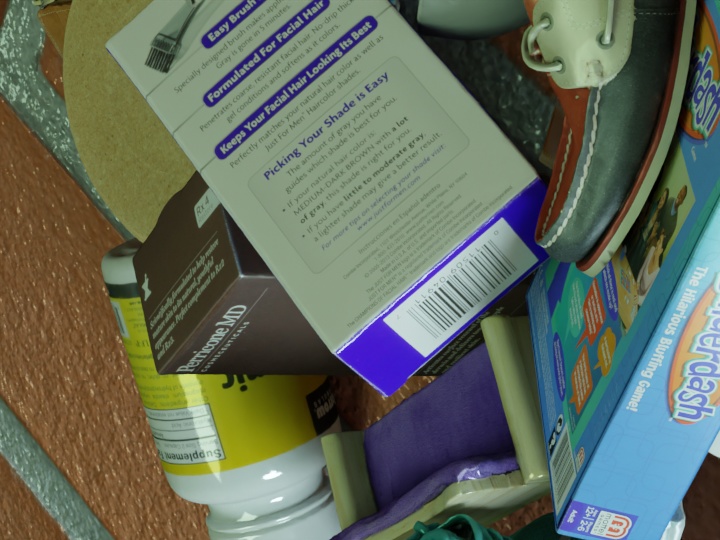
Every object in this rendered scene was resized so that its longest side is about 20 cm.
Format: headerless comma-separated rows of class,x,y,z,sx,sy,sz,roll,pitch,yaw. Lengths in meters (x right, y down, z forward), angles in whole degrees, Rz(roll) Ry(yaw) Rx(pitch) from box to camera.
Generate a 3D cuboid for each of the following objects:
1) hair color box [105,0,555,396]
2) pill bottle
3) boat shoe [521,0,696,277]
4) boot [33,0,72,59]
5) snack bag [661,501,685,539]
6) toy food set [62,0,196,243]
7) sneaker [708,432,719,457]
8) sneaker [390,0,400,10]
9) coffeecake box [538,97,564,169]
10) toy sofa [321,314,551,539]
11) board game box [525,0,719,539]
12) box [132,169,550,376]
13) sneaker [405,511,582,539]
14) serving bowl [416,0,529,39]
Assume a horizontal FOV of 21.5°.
hair color box,-0.011,-0.058,0.807,0.109,0.065,0.200,-40,60,4
pill bottle,-0.074,0.070,1.128,0.111,0.111,0.201,-4,106,48
boat shoe,0.092,-0.100,0.703,0.071,0.062,0.201,-137,60,-77
boot,-0.128,-0.130,1.121,0.154,0.073,0.201,-10,89,48
snack bag,0.136,0.137,0.898,0.021,0.189,0.201,6,120,5
toy food set,-0.085,-0.103,0.993,0.198,0.049,0.200,49,128,24
sneaker,0.185,0.001,0.753,0.080,0.077,0.201,24,132,4
sneaker,-0.007,-0.125,0.994,0.086,0.075,0.201,-23,92,44
coffeecake box,0.176,-0.101,0.804,0.153,0.073,0.201,36,131,28
toy sofa,0.041,0.093,0.968,0.200,0.097,0.083,-41,57,56
board game box,0.121,-0.016,0.733,0.045,0.152,0.201,13,126,-10
box,0.000,0.000,0.939,0.100,0.199,0.075,-48,48,47
sneaker,0.055,0.151,0.891,0.077,0.200,0.080,5,107,39
serving bowl,0.081,-0.188,0.799,0.065,0.200,0.201,16,126,3
